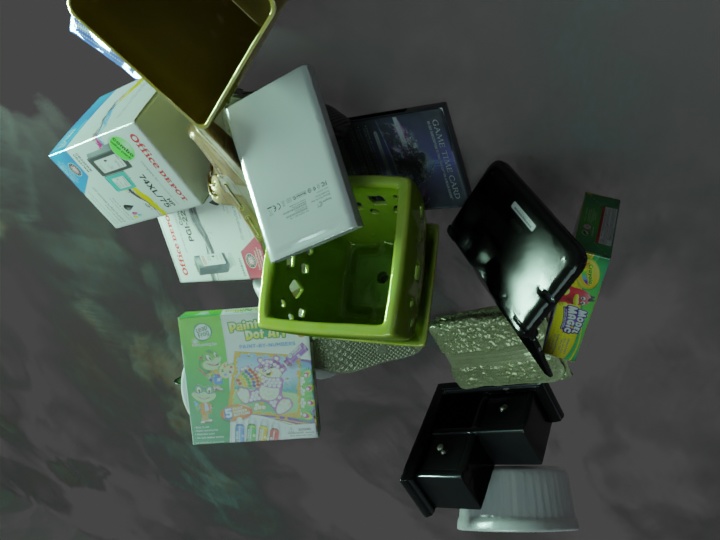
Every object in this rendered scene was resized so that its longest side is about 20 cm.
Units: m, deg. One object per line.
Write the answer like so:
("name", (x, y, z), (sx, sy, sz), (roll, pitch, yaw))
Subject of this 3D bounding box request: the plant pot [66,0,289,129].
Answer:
("plant pot", (-0.167, -0.322, 0.748), (0.199, 0.177, 0.200), (41, 136, -9))

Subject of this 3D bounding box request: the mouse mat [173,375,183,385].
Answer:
("mouse mat", (-0.236, 0.217, 1.299), (0.197, 0.161, 0.008), (15, 103, 19))

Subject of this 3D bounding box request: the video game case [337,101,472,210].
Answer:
("video game case", (0.041, -0.142, 0.903), (0.197, 0.019, 0.144), (-2, 127, 31))

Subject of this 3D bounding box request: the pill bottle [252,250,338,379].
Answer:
("pill bottle", (-0.087, 0.076, 1.105), (0.109, 0.112, 0.202), (-2, 127, 31))

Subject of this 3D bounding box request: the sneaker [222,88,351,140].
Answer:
("sneaker", (-0.099, -0.182, 0.898), (0.197, 0.074, 0.090), (18, 116, 28))

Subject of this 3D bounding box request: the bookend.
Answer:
("bookend", (0.191, 0.274, 1.054), (0.196, 0.201, 0.093), (-12, 123, 38))

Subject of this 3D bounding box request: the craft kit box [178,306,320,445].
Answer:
("craft kit box", (-0.164, 0.157, 1.022), (0.196, 0.049, 0.202), (-5, 96, 3))

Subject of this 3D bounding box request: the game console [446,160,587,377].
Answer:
("game console", (0.202, -0.003, 0.838), (0.115, 0.201, 0.177), (12, 123, -34))

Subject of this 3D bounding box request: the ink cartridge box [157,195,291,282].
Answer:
("ink cartridge box", (-0.211, -0.065, 1.053), (0.197, 0.085, 0.148), (-2, 112, 34))

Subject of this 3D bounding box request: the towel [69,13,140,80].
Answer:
("towel", (-0.330, -0.364, 0.919), (0.144, 0.024, 0.201), (35, 137, -1))

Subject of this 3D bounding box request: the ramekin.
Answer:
("ramekin", (0.257, 0.379, 1.126), (0.196, 0.100, 0.201), (0, 162, 0))

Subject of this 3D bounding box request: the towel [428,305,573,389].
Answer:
("towel", (0.208, 0.117, 1.024), (0.197, 0.037, 0.150), (-11, 121, 37))

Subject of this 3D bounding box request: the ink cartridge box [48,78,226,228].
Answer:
("ink cartridge box", (-0.301, -0.176, 0.968), (0.197, 0.147, 0.147), (-9, 132, 35))

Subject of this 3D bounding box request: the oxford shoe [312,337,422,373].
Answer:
("oxford shoe", (0.002, 0.113, 1.069), (0.196, 0.058, 0.076), (-9, 118, -7))

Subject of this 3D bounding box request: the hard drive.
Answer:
("hard drive", (-0.084, -0.127, 0.828), (0.130, 0.026, 0.204), (-20, 84, 26))

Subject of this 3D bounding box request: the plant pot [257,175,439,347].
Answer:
("plant pot", (0.000, 0.000, 0.908), (0.197, 0.203, 0.181), (2, 167, 27))

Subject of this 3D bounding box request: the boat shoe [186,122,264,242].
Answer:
("boat shoe", (-0.169, -0.113, 0.901), (0.069, 0.074, 0.201), (-33, 122, 9))

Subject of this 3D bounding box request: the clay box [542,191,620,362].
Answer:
("clay box", (0.270, 0.020, 0.842), (0.047, 0.116, 0.202), (14, 135, 15))

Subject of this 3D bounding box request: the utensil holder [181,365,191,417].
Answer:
("utensil holder", (-0.195, 0.168, 1.147), (0.166, 0.200, 0.174), (0, 99, 2))
